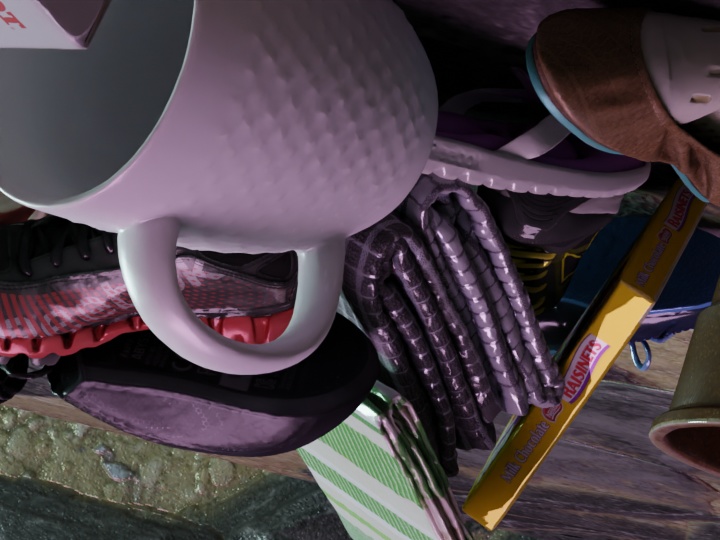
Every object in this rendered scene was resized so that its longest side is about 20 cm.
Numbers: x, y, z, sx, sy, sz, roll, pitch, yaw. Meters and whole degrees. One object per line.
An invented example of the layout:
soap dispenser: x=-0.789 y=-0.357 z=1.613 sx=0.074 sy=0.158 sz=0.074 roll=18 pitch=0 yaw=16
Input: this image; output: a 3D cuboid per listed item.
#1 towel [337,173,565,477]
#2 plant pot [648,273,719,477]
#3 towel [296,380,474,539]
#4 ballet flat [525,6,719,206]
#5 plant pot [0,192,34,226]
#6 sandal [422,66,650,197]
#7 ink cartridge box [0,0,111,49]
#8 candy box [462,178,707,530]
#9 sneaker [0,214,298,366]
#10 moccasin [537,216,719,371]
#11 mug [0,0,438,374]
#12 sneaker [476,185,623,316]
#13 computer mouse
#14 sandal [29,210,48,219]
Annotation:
towel: x=0.000 y=0.000 z=1.400 sx=0.165 sy=0.086 sz=0.200 roll=33 pitch=159 yaw=38
plant pot: x=0.225 y=-0.012 z=1.034 sx=0.200 sy=0.199 sz=0.200 roll=13 pitch=169 yaw=3
towel: x=0.008 y=0.106 z=1.437 sx=0.152 sy=0.023 sz=0.200 roll=31 pitch=157 yaw=46
ballet flat: x=0.146 y=-0.075 z=1.197 sx=0.072 sy=0.068 sz=0.200 roll=-16 pitch=156 yaw=28
plant pot: x=-0.232 y=-0.073 z=1.344 sx=0.200 sy=0.201 sz=0.177 roll=19 pitch=158 yaw=-29
sandal: x=0.071 y=-0.070 z=1.306 sx=0.202 sy=0.050 sz=0.082 roll=1 pitch=-158 yaw=-46
ink cartridge box: x=-0.194 y=-0.155 z=1.021 sx=0.199 sy=0.083 sz=0.146 roll=5 pitch=150 yaw=38
candy box: x=0.120 y=0.047 z=1.482 sx=0.026 sy=0.102 sz=0.200 roll=34 pitch=131 yaw=3
sneaker: x=-0.112 y=-0.010 z=1.268 sx=0.200 sy=0.071 sz=0.098 roll=-2 pitch=133 yaw=-6
moccasin: x=0.128 y=0.014 z=1.580 sx=0.199 sy=0.081 sz=0.068 roll=0 pitch=141 yaw=26
mug: x=-0.056 y=-0.055 z=1.159 sx=0.147 sy=0.201 sz=0.175 roll=-17 pitch=158 yaw=40
sneaker: x=0.091 y=-0.013 z=1.424 sx=0.074 sy=0.085 sz=0.200 roll=14 pitch=-178 yaw=4
computer mouse: x=-0.089 y=0.045 z=1.323 sx=0.199 sy=0.139 sz=0.053 roll=11 pitch=127 yaw=10
sandal: x=-0.144 y=-0.040 z=1.467 sx=0.057 sy=0.201 sz=0.080 roll=40 pitch=-147 yaw=6
